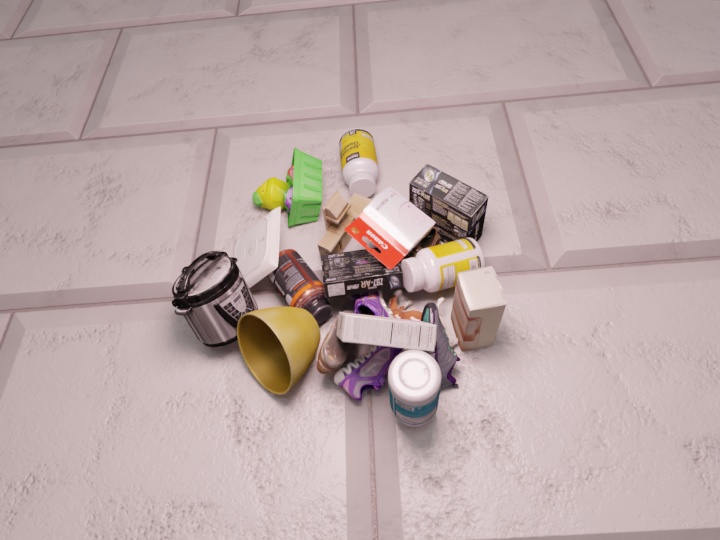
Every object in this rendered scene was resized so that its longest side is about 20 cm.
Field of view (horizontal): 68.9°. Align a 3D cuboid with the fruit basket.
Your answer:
[{"bbox_3d":[-0.214,-0.238,1.529,0.210,0.157,0.220,8,54,-11],"label":"fruit basket"}]

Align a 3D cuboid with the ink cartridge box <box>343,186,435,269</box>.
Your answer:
[{"bbox_3d":[0.077,-0.114,1.329,0.162,0.057,0.200,40,43,10],"label":"ink cartridge box"}]

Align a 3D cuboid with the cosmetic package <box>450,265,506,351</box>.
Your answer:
[{"bbox_3d":[0.268,0.093,1.216,0.085,0.202,0.105,-10,55,-3],"label":"cosmetic package"}]

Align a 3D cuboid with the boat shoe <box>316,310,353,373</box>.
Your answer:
[{"bbox_3d":[-0.055,0.169,1.252,0.075,0.072,0.200,40,34,0],"label":"boat shoe"}]

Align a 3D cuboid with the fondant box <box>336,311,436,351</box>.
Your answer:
[{"bbox_3d":[0.051,0.131,1.139,0.195,0.144,0.060,8,87,-7],"label":"fondant box"}]

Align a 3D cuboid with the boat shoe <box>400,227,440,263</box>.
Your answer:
[{"bbox_3d":[0.144,-0.040,1.394,0.075,0.072,0.201,28,63,22],"label":"boat shoe"}]

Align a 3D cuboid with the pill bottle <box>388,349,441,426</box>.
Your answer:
[{"bbox_3d":[0.114,0.261,1.120,0.108,0.202,0.113,-2,56,3],"label":"pill bottle"}]

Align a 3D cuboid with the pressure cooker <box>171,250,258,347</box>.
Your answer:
[{"bbox_3d":[-0.359,0.062,1.276,0.175,0.203,0.177,-23,32,-4],"label":"pressure cooker"}]

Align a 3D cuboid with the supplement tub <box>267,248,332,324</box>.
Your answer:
[{"bbox_3d":[-0.154,0.046,1.345,0.106,0.108,0.201,-32,60,-16],"label":"supplement tub"}]

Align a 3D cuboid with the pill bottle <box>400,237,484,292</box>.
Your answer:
[{"bbox_3d":[0.203,-0.009,1.324,0.196,0.112,0.113,-13,55,-18],"label":"pill bottle"}]

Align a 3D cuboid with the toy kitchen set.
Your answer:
[{"bbox_3d":[0.003,-0.113,1.402,0.178,0.165,0.202,24,62,20],"label":"toy kitchen set"}]

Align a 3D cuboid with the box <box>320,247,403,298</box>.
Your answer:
[{"bbox_3d":[0.000,0.000,1.326,0.195,0.044,0.161,-8,27,-4],"label":"box"}]

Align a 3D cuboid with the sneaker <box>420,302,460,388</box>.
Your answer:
[{"bbox_3d":[0.186,0.173,1.213,0.085,0.074,0.205,-3,98,-9],"label":"sneaker"}]

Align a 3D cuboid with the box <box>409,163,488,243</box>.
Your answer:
[{"bbox_3d":[0.231,-0.164,1.413,0.198,0.165,0.086,33,65,25],"label":"box"}]

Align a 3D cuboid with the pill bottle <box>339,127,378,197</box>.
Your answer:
[{"bbox_3d":[-0.004,-0.319,1.570,0.109,0.113,0.204,-8,55,0],"label":"pill bottle"}]

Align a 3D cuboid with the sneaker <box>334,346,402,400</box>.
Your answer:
[{"bbox_3d":[0.038,0.230,1.228,0.198,0.081,0.089,-34,64,-10],"label":"sneaker"}]

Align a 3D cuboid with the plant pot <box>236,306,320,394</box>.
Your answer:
[{"bbox_3d":[-0.175,0.166,1.238,0.199,0.203,0.141,38,44,26],"label":"plant pot"}]

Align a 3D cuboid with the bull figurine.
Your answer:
[{"bbox_3d":[0.149,0.123,1.291,0.195,0.066,0.123,13,56,12],"label":"bull figurine"}]

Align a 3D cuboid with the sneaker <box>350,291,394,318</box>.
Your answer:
[{"bbox_3d":[0.014,0.080,1.290,0.082,0.082,0.201,-59,36,17],"label":"sneaker"}]

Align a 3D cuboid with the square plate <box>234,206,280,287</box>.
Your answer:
[{"bbox_3d":[-0.285,-0.051,1.401,0.196,0.028,0.204,-32,47,34],"label":"square plate"}]
